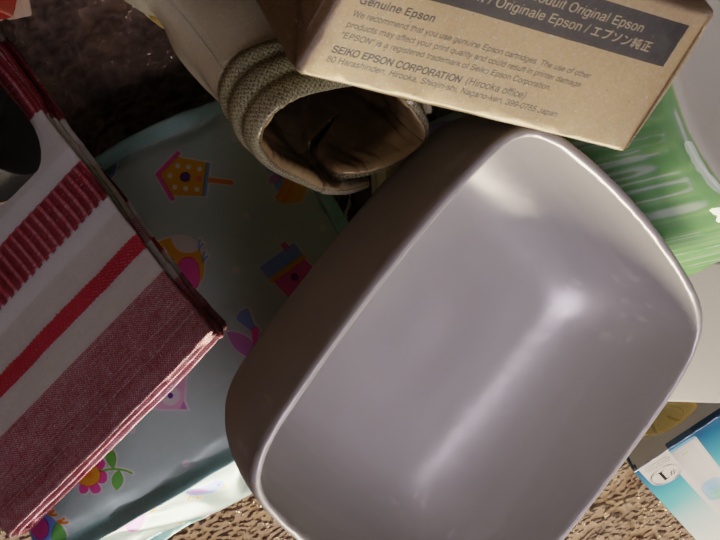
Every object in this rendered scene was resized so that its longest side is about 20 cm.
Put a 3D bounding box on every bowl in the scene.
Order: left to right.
[{"bbox_3d":[0.041,0.040,0.744,0.200,0.075,0.200,-51,132,-3],"label":"bowl"}]

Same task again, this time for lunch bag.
[{"bbox_3d":[-0.087,0.028,0.825,0.199,0.171,0.122,-31,165,3],"label":"lunch bag"}]

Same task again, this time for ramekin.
[{"bbox_3d":[0.163,-0.098,0.805,0.199,0.202,0.097,13,166,-37],"label":"ramekin"}]

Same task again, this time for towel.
[{"bbox_3d":[-0.164,-0.002,0.760,0.144,0.200,0.023,-43,166,18],"label":"towel"}]

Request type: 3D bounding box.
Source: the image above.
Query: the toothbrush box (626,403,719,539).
[{"bbox_3d":[0.263,0.107,1.174,0.146,0.086,0.200,-34,140,9],"label":"toothbrush box"}]

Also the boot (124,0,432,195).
[{"bbox_3d":[-0.021,-0.101,0.725,0.199,0.155,0.072,-1,133,-55],"label":"boot"}]

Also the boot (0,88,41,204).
[{"bbox_3d":[-0.252,-0.062,0.702,0.138,0.078,0.200,-39,112,24],"label":"boot"}]

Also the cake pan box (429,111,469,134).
[{"bbox_3d":[0.133,-0.036,0.981,0.183,0.052,0.201,-24,139,-1],"label":"cake pan box"}]

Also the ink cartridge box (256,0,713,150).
[{"bbox_3d":[0.023,-0.149,0.687,0.164,0.201,0.075,8,128,-34],"label":"ink cartridge box"}]

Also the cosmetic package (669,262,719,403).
[{"bbox_3d":[0.136,0.008,0.926,0.199,0.090,0.107,5,128,-27],"label":"cosmetic package"}]

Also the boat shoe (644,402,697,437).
[{"bbox_3d":[0.103,0.056,0.993,0.199,0.064,0.073,4,149,-21],"label":"boat shoe"}]

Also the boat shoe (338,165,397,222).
[{"bbox_3d":[0.000,0.000,0.871,0.064,0.202,0.072,-5,-178,16],"label":"boat shoe"}]

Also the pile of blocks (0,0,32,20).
[{"bbox_3d":[-0.145,-0.174,0.679,0.082,0.062,0.201,4,130,-32],"label":"pile of blocks"}]
